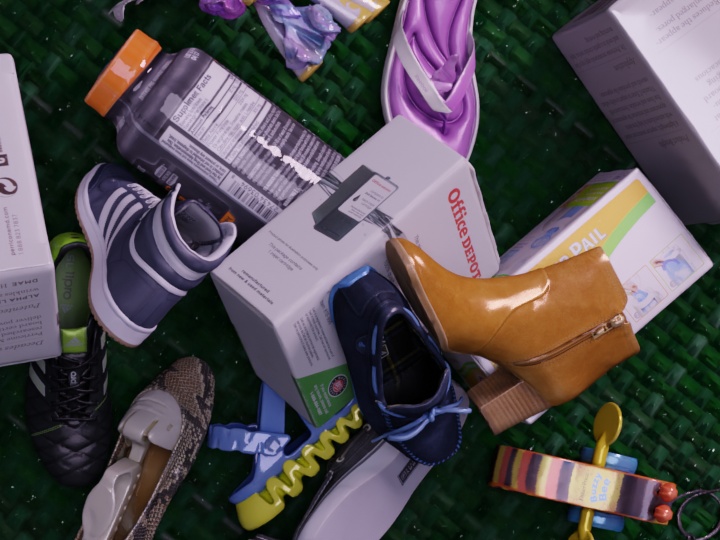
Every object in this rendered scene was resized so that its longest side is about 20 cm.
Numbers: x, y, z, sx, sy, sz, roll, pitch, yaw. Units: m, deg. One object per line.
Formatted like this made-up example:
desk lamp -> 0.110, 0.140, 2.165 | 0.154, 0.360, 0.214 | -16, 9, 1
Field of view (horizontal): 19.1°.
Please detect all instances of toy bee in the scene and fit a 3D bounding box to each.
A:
toy bee -> 0.210, 0.172, 1.724 | 0.200, 0.109, 0.131 | -8, 89, -10

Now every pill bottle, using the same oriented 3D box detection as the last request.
pill bottle -> -0.117, -0.102, 1.671 | 0.200, 0.106, 0.106 | 37, 83, -7

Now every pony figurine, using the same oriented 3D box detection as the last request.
pony figurine -> -0.083, -0.249, 1.673 | 0.200, 0.167, 0.193 | 47, 50, -3

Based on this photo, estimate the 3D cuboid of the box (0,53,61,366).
box -> -0.334, -0.034, 1.578 | 0.200, 0.131, 0.199 | -9, 59, -11

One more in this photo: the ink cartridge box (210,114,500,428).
ink cartridge box -> 0.000, 0.000, 1.635 | 0.200, 0.147, 0.083 | -40, 53, -16

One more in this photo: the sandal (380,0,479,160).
sandal -> 0.061, -0.176, 1.732 | 0.082, 0.050, 0.203 | 1, 89, -10

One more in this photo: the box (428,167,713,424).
box -> 0.164, 0.020, 1.715 | 0.200, 0.112, 0.101 | -40, 97, -7

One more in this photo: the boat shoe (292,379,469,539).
boat shoe -> 0.008, 0.158, 1.690 | 0.200, 0.057, 0.069 | -46, 137, -27

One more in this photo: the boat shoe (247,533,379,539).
boat shoe -> 0.002, 0.236, 1.706 | 0.200, 0.070, 0.066 | 19, 80, -10

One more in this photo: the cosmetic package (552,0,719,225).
cosmetic package -> 0.291, -0.163, 1.715 | 0.165, 0.165, 0.200 | -37, 96, -9

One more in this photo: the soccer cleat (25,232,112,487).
soccer cleat -> -0.226, 0.070, 1.660 | 0.067, 0.081, 0.200 | -1, 89, -10

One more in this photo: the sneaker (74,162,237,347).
sneaker -> -0.154, -0.039, 1.615 | 0.070, 0.200, 0.108 | 34, 115, -31

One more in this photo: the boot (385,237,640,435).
boot -> 0.118, 0.018, 1.598 | 0.144, 0.071, 0.201 | -34, 120, -2

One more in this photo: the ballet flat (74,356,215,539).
ballet flat -> -0.174, 0.157, 1.667 | 0.068, 0.075, 0.200 | 21, 85, 28

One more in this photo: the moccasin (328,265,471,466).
moccasin -> 0.030, 0.086, 1.589 | 0.080, 0.068, 0.200 | -40, 133, -8

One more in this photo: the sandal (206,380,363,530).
sandal -> -0.046, 0.109, 1.696 | 0.087, 0.079, 0.200 | 44, 81, -3
